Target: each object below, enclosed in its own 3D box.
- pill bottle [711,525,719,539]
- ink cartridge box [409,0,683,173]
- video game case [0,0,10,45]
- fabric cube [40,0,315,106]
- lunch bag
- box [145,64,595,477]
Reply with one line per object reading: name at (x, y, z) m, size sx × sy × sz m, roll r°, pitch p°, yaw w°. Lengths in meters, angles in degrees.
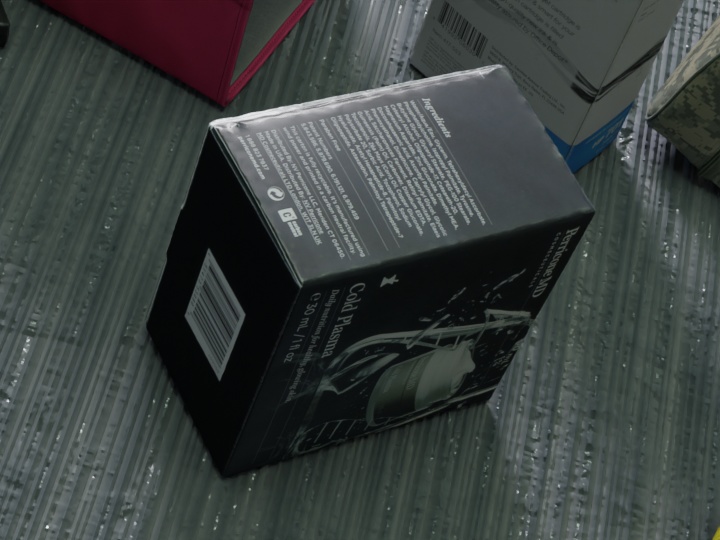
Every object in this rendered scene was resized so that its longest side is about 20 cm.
pill bottle at (0.262, 0.176, 1.207) m, size 0.114 × 0.114 × 0.200 m, roll 31°, pitch 49°, yaw 8°
ink cartridge box at (0.132, -0.181, 1.398) m, size 0.146 × 0.200 × 0.086 m, roll 43°, pitch 51°, yaw 17°
video game case at (-0.357, -0.213, 1.376) m, size 0.199 × 0.026 × 0.181 m, roll -9°, pitch 55°, yaw -26°
fabric cube at (-0.112, -0.276, 1.393) m, size 0.199 × 0.200 × 0.196 m, roll 30°, pitch 50°, yaw 8°
lunch bag at (0.330, -0.131, 1.475) m, size 0.168 × 0.139 × 0.200 m, roll 44°, pitch 50°, yaw -3°
box at (0.000, 0.000, 1.205) m, size 0.196 × 0.200 × 0.124 m, roll -16°, pitch 60°, yaw -28°
